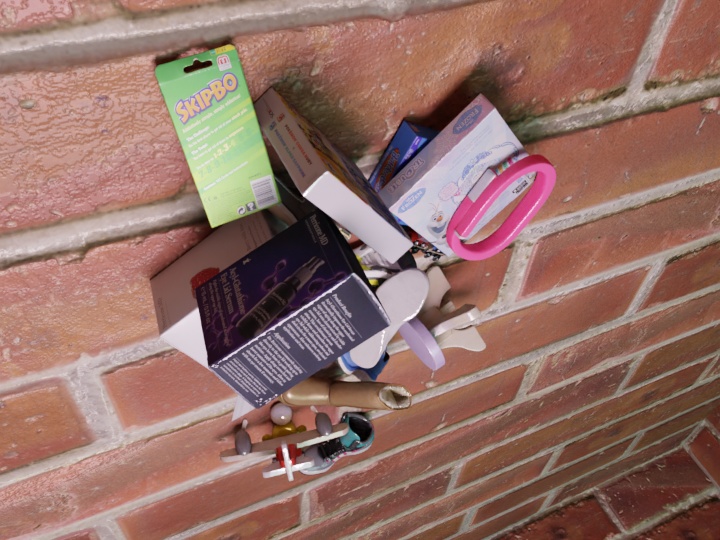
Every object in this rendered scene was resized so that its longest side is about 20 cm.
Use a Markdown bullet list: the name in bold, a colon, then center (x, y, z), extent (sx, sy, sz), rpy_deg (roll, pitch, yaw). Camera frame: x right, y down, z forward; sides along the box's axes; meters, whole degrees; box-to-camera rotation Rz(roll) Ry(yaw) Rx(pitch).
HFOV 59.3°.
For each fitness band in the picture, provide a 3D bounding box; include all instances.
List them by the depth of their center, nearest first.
- **fitness band**: center (0.216, -0.093, 0.969), extent (0.143, 0.038, 0.200), rpy_deg (4, 132, -42)

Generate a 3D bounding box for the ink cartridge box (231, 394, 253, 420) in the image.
- **ink cartridge box**: center (-0.142, 0.153, 1.086), extent (0.199, 0.050, 0.163), rpy_deg (-24, 146, -40)

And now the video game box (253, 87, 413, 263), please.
- **video game box**: center (-0.034, -0.117, 0.797), extent (0.047, 0.183, 0.200), rpy_deg (-43, 142, 10)

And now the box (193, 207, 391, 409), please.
- **box**: center (-0.086, 0.043, 0.771), extent (0.199, 0.148, 0.104), rpy_deg (-34, 131, 3)

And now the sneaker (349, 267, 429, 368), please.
- **sneaker**: center (0.050, 0.068, 1.064), extent (0.201, 0.075, 0.088), rpy_deg (-55, 175, 24)

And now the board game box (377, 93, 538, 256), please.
- **board game box**: center (0.153, -0.131, 0.945), extent (0.200, 0.043, 0.199), rpy_deg (-42, 144, 13)

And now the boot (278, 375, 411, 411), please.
- **boot**: center (-0.032, 0.228, 1.188), extent (0.199, 0.067, 0.174), rpy_deg (-6, 168, 43)

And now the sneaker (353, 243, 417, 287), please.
- **sneaker**: center (0.000, 0.000, 1.055), extent (0.199, 0.075, 0.085), rpy_deg (-5, 153, -27)

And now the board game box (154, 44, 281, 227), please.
- **board game box**: center (-0.165, -0.156, 0.750), extent (0.095, 0.030, 0.201), rpy_deg (-21, 125, -13)

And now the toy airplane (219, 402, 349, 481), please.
- **toy airplane**: center (-0.152, 0.336, 1.259), extent (0.198, 0.142, 0.199), rpy_deg (-17, 170, 38)

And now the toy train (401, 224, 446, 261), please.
- **toy train**: center (0.092, -0.053, 1.060), extent (0.046, 0.034, 0.199), rpy_deg (-44, 147, 23)

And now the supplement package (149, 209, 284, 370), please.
- **supplement package**: center (-0.179, 0.024, 0.898), extent (0.199, 0.122, 0.120), rpy_deg (-36, 136, 6)

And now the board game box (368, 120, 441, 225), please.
- **board game box**: center (0.112, -0.138, 0.983), extent (0.199, 0.045, 0.153), rpy_deg (4, 131, -39)

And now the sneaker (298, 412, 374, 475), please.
- **sneaker**: center (-0.047, 0.388, 1.429), extent (0.199, 0.084, 0.121), rpy_deg (-18, 147, -29)

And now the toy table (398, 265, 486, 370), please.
- **toy table**: center (0.143, 0.099, 1.175), extent (0.117, 0.200, 0.185), rpy_deg (-34, 109, -8)

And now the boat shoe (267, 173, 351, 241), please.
- **boat shoe**: center (-0.082, -0.084, 0.896), extent (0.060, 0.072, 0.202), rpy_deg (-52, 135, -7)

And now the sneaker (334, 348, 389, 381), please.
- **sneaker**: center (-0.004, 0.153, 1.220), extent (0.089, 0.079, 0.200), rpy_deg (-47, 147, 3)
